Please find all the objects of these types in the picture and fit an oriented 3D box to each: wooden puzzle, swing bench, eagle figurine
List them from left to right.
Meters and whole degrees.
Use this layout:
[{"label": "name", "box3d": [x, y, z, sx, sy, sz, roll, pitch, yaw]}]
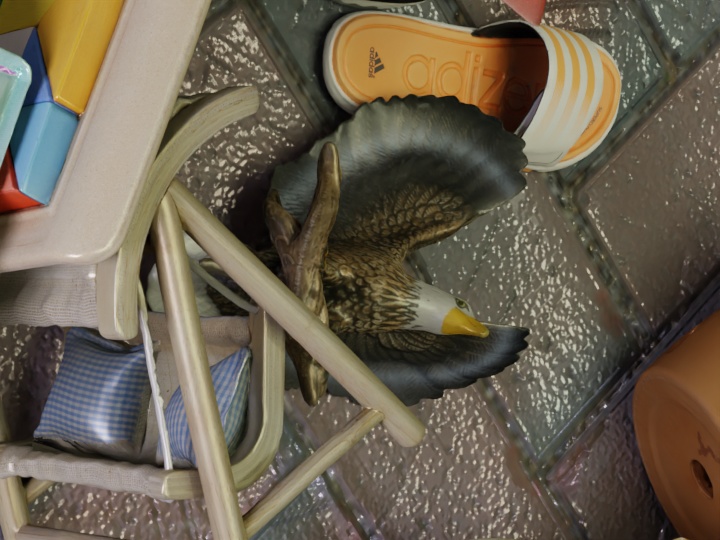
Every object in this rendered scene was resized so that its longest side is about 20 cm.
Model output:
[{"label": "wooden puzzle", "box3d": [-0.151, -0.084, 1.330, 0.037, 0.200, 0.185, 32, 68, -35]}, {"label": "swing bench", "box3d": [-0.111, 0.027, 1.371, 0.130, 0.199, 0.200, -40, 114, -31]}, {"label": "eagle figurine", "box3d": [0.006, 0.005, 1.515, 0.151, 0.152, 0.200, 50, 24, 6]}]

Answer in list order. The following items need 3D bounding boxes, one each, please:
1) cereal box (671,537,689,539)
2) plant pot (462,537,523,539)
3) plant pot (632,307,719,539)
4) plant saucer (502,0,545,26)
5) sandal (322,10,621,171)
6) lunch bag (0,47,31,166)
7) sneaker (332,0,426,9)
[{"label": "cereal box", "box3d": [0.196, 0.204, 1.652, 0.200, 0.144, 0.040, 21, 57, -38]}, {"label": "plant pot", "box3d": [0.065, 0.216, 1.537, 0.200, 0.200, 0.135, 16, 57, -37]}, {"label": "plant pot", "box3d": [0.246, 0.090, 1.675, 0.140, 0.200, 0.200, -24, 106, -17]}, {"label": "plant saucer", "box3d": [0.018, -0.238, 1.490, 0.037, 0.200, 0.199, -40, 125, 19]}, {"label": "sandal", "box3d": [0.074, -0.097, 1.604, 0.206, 0.059, 0.079, 5, 88, -38]}, {"label": "lunch bag", "box3d": [-0.253, -0.015, 1.276, 0.122, 0.170, 0.200, 30, 70, -36]}, {"label": "sneaker", "box3d": [-0.008, -0.188, 1.519, 0.200, 0.087, 0.076, 23, 77, -36]}]
